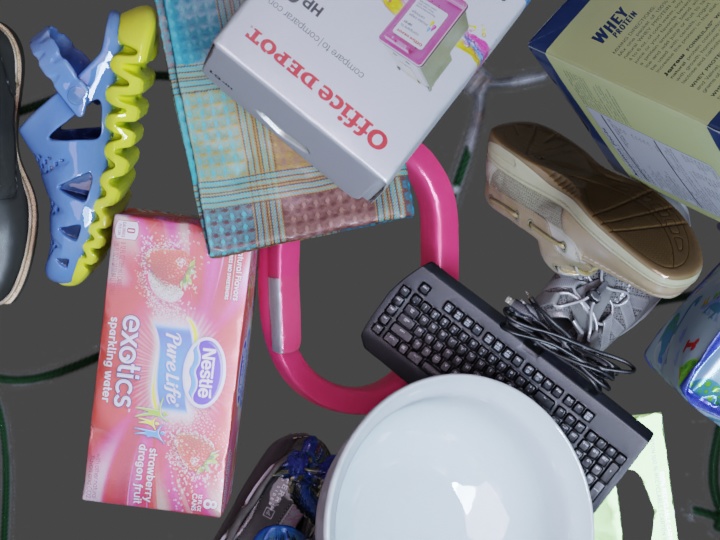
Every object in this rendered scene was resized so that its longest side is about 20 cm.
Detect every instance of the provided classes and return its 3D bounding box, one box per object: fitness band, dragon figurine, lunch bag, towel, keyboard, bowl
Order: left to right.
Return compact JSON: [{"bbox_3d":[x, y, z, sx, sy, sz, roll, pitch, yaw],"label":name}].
[{"bbox_3d":[-0.052,-0.119,1.449,0.146,0.022,0.201,-12,83,2],"label":"towel"},{"bbox_3d":[-0.044,0.209,1.480,0.099,0.059,0.201,30,89,-39],"label":"dragon figurine"},{"bbox_3d":[0.000,0.000,1.502,0.143,0.037,0.201,-2,96,-28],"label":"fitness band"},{"bbox_3d":[0.046,0.170,1.419,0.200,0.090,0.202,3,83,-28],"label":"bowl"},{"bbox_3d":[0.101,0.069,1.452,0.200,0.040,0.104,37,99,5],"label":"keyboard"},{"bbox_3d":[0.294,0.021,1.457,0.127,0.170,0.200,40,94,-5],"label":"lunch bag"}]

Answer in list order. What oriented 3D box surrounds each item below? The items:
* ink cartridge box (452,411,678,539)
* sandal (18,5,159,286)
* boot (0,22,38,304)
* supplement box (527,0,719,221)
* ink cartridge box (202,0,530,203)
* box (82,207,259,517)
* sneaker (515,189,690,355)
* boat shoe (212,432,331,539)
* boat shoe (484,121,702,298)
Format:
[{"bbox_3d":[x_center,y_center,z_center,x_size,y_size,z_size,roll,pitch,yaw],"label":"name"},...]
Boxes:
[{"bbox_3d":[0.123,0.184,1.518,0.199,0.076,0.149,-8,94,3],"label":"ink cartridge box"},{"bbox_3d":[-0.195,-0.090,1.501,0.087,0.079,0.201,11,96,-1],"label":"sandal"},{"bbox_3d":[-0.270,-0.071,1.477,0.077,0.138,0.201,-5,95,2],"label":"boot"},{"bbox_3d":[0.257,-0.145,1.391,0.200,0.200,0.134,-48,129,-9],"label":"supplement box"},{"bbox_3d":[0.014,-0.166,1.401,0.144,0.085,0.200,38,80,-3],"label":"ink cartridge box"},{"bbox_3d":[-0.128,0.061,1.504,0.099,0.095,0.201,7,94,0],"label":"box"},{"bbox_3d":[0.159,0.028,1.503,0.075,0.082,0.200,39,94,-2],"label":"sneaker"},{"bbox_3d":[-0.078,0.207,1.533,0.067,0.057,0.201,25,94,-1],"label":"boat shoe"},{"bbox_3d":[0.152,-0.029,1.461,0.072,0.200,0.065,-12,126,-35],"label":"boat shoe"}]
